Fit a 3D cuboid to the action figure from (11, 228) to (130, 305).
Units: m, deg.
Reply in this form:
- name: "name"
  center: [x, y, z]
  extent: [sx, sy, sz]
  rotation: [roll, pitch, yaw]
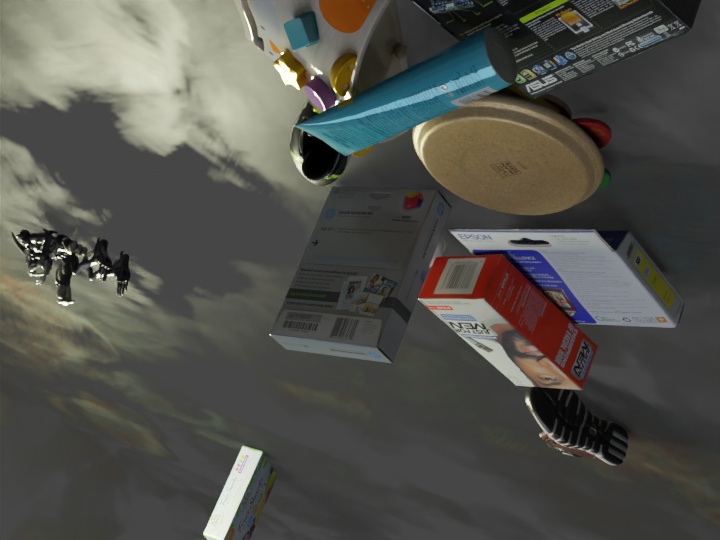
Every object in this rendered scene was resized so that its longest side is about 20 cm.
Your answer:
- name: "action figure"
  center: [-0.457, -0.008, 1.951]
  extent: [0.198, 0.103, 0.119]
  rotation: [9, 164, 26]

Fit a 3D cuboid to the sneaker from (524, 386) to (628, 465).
- name: "sneaker"
  center: [0.276, 0.220, 1.800]
  extent: [0.199, 0.076, 0.115]
  rotation: [36, 156, -27]

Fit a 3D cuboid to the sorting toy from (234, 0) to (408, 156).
- name: "sorting toy"
  center: [-0.045, -0.214, 1.202]
  extent: [0.179, 0.107, 0.201]
  rotation: [33, 161, 24]

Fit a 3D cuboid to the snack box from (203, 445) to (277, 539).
- name: "snack box"
  center: [-0.246, 0.482, 2.638]
  extent: [0.052, 0.202, 0.143]
  rotation: [14, 155, 20]

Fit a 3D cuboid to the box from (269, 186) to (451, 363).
- name: "box"
  center: [0.000, 0.000, 1.437]
  extent: [0.155, 0.202, 0.041]
  rotation: [4, 153, 37]

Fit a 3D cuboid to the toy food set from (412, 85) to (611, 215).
- name: "toy food set"
  center: [0.149, -0.118, 1.245]
  extent: [0.199, 0.049, 0.198]
  rotation: [28, 153, -20]

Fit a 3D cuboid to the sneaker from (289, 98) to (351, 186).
- name: "sneaker"
  center: [-0.049, -0.130, 1.360]
  extent: [0.071, 0.083, 0.200]
  rotation: [23, 156, 2]

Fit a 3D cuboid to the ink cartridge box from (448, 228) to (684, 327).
- name: "ink cartridge box"
  center: [0.230, -0.005, 1.419]
  extent: [0.196, 0.047, 0.200]
  rotation: [2, 147, 43]

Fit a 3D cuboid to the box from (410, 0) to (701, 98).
- name: "box"
  center: [0.140, -0.233, 1.031]
  extent: [0.192, 0.048, 0.199]
  rotation: [36, 154, -21]

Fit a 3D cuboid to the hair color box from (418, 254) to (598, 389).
- name: "hair color box"
  center: [0.174, 0.062, 1.488]
  extent: [0.200, 0.064, 0.110]
  rotation: [39, 155, -33]

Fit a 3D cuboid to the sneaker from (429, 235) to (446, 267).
- name: "sneaker"
  center: [0.040, 0.006, 1.537]
  extent: [0.077, 0.100, 0.200]
  rotation: [27, 156, -9]

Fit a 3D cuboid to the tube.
- name: "tube"
  center: [0.040, -0.147, 1.107]
  extent: [0.199, 0.051, 0.077]
  rotation: [-22, 146, 33]
